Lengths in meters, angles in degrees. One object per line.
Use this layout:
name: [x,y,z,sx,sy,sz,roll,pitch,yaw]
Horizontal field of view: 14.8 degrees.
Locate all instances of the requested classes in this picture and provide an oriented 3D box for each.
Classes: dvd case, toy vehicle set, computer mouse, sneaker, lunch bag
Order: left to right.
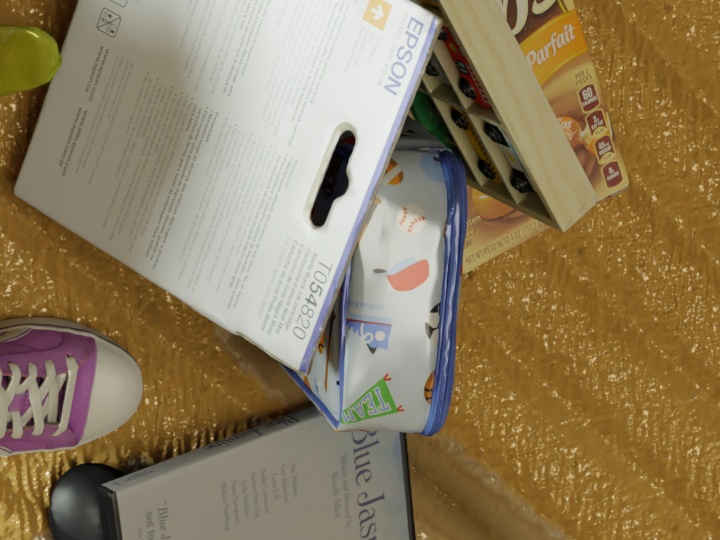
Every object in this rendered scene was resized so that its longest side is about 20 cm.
sneaker: [-0.190,0.070,1.412,0.199,0.114,0.073,2,102,-29]
computer mouse: [-0.100,0.177,1.532,0.059,0.034,0.200,-49,120,-8]
dvd case: [-0.051,0.156,1.539,0.199,0.017,0.144,-19,112,-34]
lunch bag: [0.000,0.000,1.446,0.075,0.200,0.162,-1,103,-13]
toy vehicle set: [0.037,-0.118,1.397,0.026,0.124,0.201,-39,122,-14]

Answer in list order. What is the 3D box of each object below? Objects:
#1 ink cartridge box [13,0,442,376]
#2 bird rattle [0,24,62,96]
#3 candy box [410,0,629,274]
ink cartridge box: [-0.062,-0.081,1.373,0.041,0.199,0.201,-13,130,-58]
bird rattle: [-0.232,-0.058,1.337,0.112,0.163,0.201,32,78,-12]
candy box: [0.063,-0.114,1.523,0.115,0.055,0.201,-28,116,-17]
